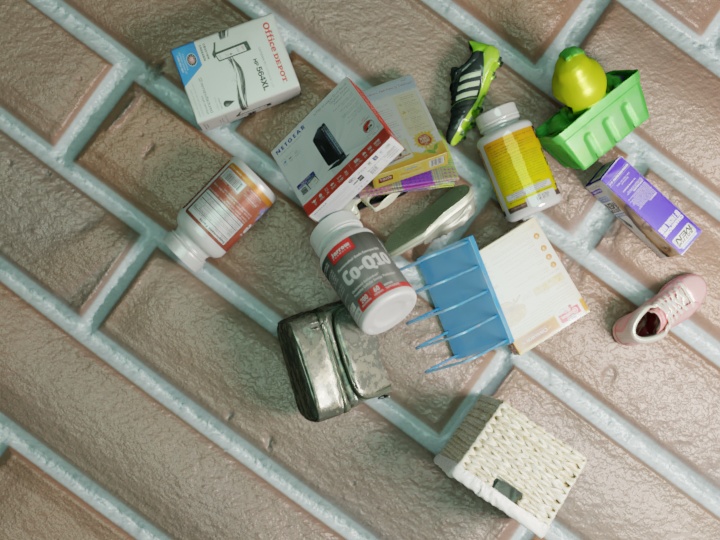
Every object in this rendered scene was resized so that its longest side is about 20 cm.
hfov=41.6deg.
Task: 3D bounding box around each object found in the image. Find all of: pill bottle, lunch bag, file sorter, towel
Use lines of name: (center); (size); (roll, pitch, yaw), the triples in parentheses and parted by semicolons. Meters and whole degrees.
pill bottle: (0.281, -0.198, 1.721); (0.108, 0.109, 0.202); (-22, 89, -3)
lunch bag: (-0.043, 0.152, 1.688); (0.166, 0.139, 0.202); (-17, 89, -19)
file sorter: (0.152, 0.066, 1.670); (0.122, 0.138, 0.202); (-21, 88, -43)
towel: (0.067, -0.195, 1.713); (0.197, 0.023, 0.145); (-10, 55, -8)
pill bottle: (0.000, 0.000, 1.630); (0.113, 0.114, 0.201); (-34, 63, -3)
pill bottle: (-0.256, -0.097, 1.697); (0.112, 0.112, 0.200); (44, 87, 0)

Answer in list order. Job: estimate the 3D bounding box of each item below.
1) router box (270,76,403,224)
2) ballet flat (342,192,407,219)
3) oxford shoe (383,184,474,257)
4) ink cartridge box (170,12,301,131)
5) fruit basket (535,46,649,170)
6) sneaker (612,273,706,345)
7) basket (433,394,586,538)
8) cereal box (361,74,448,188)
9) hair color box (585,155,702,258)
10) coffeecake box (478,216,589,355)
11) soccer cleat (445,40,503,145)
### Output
router box: (-0.045, -0.211, 1.669); (0.200, 0.049, 0.180); (-43, 53, 13)
ballet flat: (0.001, -0.130, 1.724); (0.198, 0.073, 0.074); (-23, 89, -5)
oxford shoe: (0.131, -0.079, 1.736); (0.199, 0.075, 0.058); (-35, 125, -1)
ink cartridge box: (-0.223, -0.360, 1.722); (0.198, 0.084, 0.148); (-21, 88, -2)
fruit basket: (0.397, -0.309, 1.705); (0.213, 0.155, 0.219); (-2, 100, -11)
sneaker: (0.560, 0.074, 1.724); (0.199, 0.105, 0.076); (-32, 87, -4)
basket: (0.258, 0.335, 1.655); (0.197, 0.200, 0.162); (34, 85, -1)
cereal box: (0.059, -0.253, 1.705); (0.142, 0.040, 0.202); (-18, 57, -3)
hair color box: (0.513, -0.112, 1.726); (0.200, 0.109, 0.065); (41, 87, 1)
coffeecake box: (0.297, 0.030, 1.730); (0.153, 0.073, 0.201); (-31, 89, -3)
soccer cleat: (0.193, -0.328, 1.752); (0.080, 0.068, 0.202); (24, 85, 15)
